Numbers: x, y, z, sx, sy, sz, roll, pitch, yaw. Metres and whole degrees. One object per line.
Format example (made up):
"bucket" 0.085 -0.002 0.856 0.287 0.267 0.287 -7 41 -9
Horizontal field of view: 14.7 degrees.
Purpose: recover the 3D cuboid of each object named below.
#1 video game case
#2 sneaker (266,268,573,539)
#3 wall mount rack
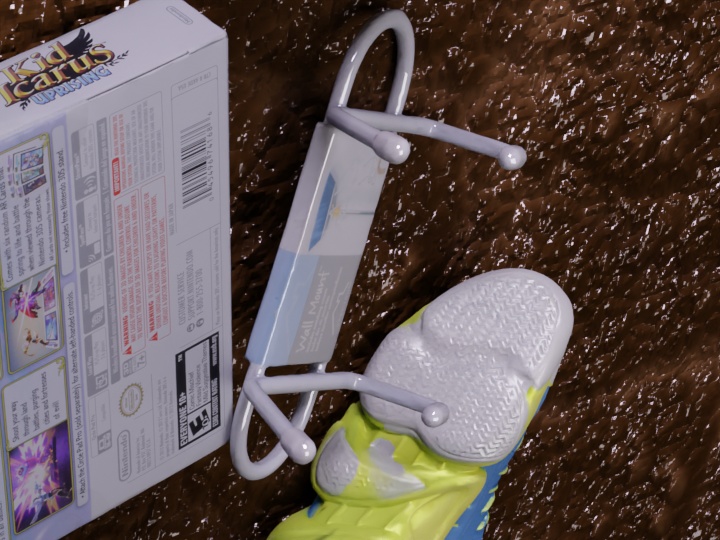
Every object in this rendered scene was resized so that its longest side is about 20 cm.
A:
"video game case" -0.130 0.018 1.026 0.181 0.045 0.200 -29 137 -33
"sneaker" 0.031 0.087 1.252 0.200 0.076 0.105 -49 156 6
"wall mount rack" 0.000 0.000 1.090 0.174 0.074 0.201 -2 110 -67
